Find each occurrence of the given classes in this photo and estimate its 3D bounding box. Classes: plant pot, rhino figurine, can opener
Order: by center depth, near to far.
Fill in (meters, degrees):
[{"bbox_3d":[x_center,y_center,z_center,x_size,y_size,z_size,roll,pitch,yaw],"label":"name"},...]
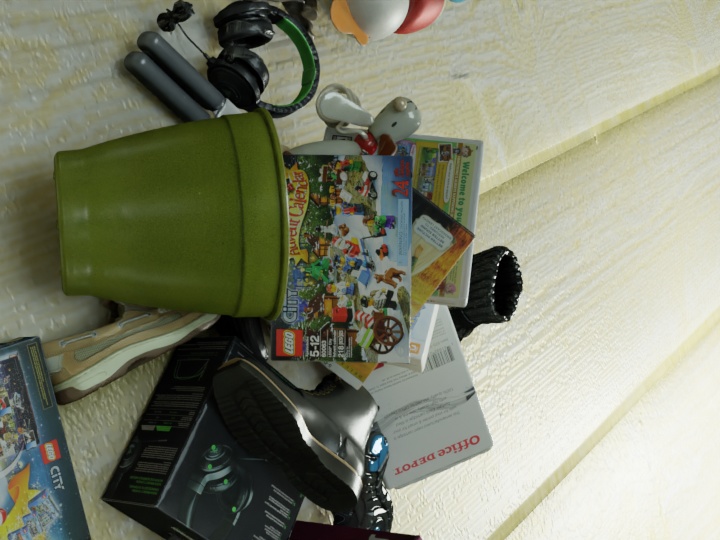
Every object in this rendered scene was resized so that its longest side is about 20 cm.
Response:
[{"bbox_3d":[-0.180,-0.046,0.902,0.192,0.200,0.201,-4,88,-17],"label":"plant pot"},{"bbox_3d":[-0.163,-0.176,1.046,0.200,0.066,0.053,41,69,-38],"label":"can opener"},{"bbox_3d":[-0.116,-0.350,1.122,0.200,0.060,0.088,31,44,-41],"label":"rhino figurine"}]

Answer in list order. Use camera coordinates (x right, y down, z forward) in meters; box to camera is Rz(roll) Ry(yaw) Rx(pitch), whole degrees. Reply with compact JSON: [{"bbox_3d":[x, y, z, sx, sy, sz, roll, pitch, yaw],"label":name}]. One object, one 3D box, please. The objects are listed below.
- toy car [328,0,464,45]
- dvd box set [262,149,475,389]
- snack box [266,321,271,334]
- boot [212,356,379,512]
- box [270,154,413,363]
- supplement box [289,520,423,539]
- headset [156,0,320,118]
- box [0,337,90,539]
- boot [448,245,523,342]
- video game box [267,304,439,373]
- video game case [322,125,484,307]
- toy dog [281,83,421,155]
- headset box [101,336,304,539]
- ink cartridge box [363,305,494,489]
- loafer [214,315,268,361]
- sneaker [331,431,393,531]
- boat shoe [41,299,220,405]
[{"bbox_3d":[0.013,-0.347,1.159,0.200,0.184,0.177,-49,121,-48],"label":"toy car"},{"bbox_3d":[0.000,0.000,0.998,0.146,0.200,0.029,38,8,-1],"label":"dvd box set"},{"bbox_3d":[-0.016,-0.016,1.090,0.053,0.142,0.201,77,20,-64],"label":"snack box"},{"bbox_3d":[-0.060,0.130,0.994,0.200,0.077,0.139,55,34,-26],"label":"boot"},{"bbox_3d":[-0.018,-0.012,0.955,0.038,0.136,0.201,-67,158,-87],"label":"box"},{"bbox_3d":[-0.026,0.350,1.031,0.131,0.199,0.104,-43,117,-43],"label":"supplement box"},{"bbox_3d":[-0.126,-0.244,1.074,0.199,0.094,0.124,13,74,-32],"label":"headset"},{"bbox_3d":[-0.318,0.171,0.836,0.136,0.038,0.201,-19,99,-48],"label":"box"},{"bbox_3d":[0.130,0.077,1.269,0.079,0.157,0.212,11,76,-49],"label":"boot"},{"bbox_3d":[0.007,0.002,1.134,0.047,0.181,0.201,83,20,-66],"label":"video game box"},{"bbox_3d":[0.035,-0.063,1.067,0.022,0.181,0.201,83,15,-63],"label":"video game case"},{"bbox_3d":[-0.026,-0.134,1.039,0.200,0.132,0.096,-57,165,-21],"label":"toy dog"},{"bbox_3d":[-0.140,0.197,1.002,0.174,0.093,0.201,44,55,-36],"label":"headset box"},{"bbox_3d":[0.060,0.143,1.191,0.145,0.083,0.201,-21,106,-5],"label":"ink cartridge box"},{"bbox_3d":[-0.132,0.008,1.050,0.070,0.068,0.201,-21,98,-30],"label":"loafer"},{"bbox_3d":[-0.010,0.270,1.163,0.073,0.082,0.201,-33,129,-55],"label":"sneaker"},{"bbox_3d":[-0.221,0.053,0.953,0.200,0.072,0.076,-31,96,-46],"label":"boat shoe"}]
